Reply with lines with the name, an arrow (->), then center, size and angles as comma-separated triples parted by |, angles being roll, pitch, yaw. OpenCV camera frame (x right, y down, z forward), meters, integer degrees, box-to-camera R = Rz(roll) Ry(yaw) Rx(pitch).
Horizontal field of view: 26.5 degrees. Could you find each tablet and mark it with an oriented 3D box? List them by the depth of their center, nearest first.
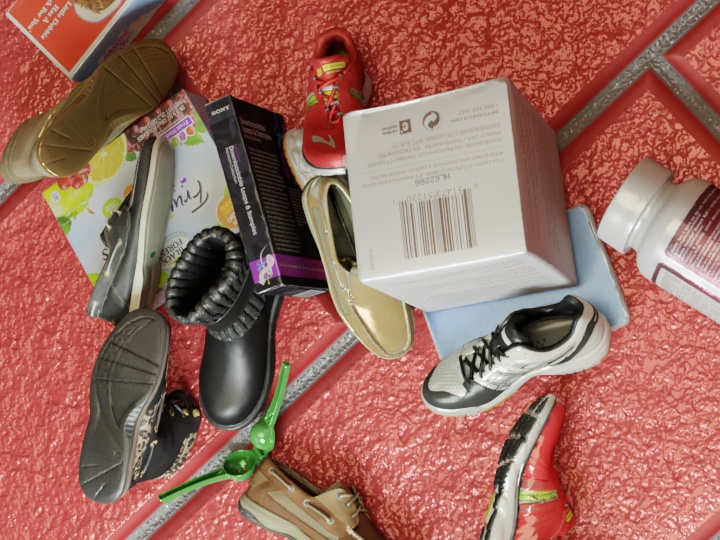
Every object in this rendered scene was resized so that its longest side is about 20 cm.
tablet -> 0.161, 0.028, 1.551 | 0.199, 0.014, 0.131 | -22, 81, 16

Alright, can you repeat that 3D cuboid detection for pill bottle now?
pill bottle -> 0.332, -0.018, 1.450 | 0.199, 0.109, 0.110 | 34, 97, 16

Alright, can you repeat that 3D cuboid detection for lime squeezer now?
lime squeezer -> -0.123, 0.178, 1.607 | 0.071, 0.038, 0.200 | 38, 100, -27

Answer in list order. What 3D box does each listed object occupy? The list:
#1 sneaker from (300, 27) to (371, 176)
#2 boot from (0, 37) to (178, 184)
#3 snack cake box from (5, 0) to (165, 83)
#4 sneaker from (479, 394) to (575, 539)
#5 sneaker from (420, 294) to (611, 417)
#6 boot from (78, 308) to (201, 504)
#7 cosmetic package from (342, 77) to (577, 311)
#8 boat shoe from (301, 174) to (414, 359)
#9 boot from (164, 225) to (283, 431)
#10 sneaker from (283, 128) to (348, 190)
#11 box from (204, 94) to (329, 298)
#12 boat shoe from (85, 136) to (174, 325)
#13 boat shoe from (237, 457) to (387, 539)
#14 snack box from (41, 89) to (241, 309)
sneaker -> -0.030, -0.171, 1.531 | 0.076, 0.085, 0.201 | -9, 42, 6
boot -> -0.297, -0.169, 1.656 | 0.073, 0.155, 0.200 | 48, 65, -20
snack cake box -> -0.279, -0.316, 1.677 | 0.115, 0.067, 0.200 | 44, 100, 13
sneaker -> 0.174, 0.223, 1.510 | 0.084, 0.077, 0.201 | 16, 91, -3
sneaker -> 0.142, 0.075, 1.495 | 0.199, 0.088, 0.076 | -25, 56, 11
boot -> -0.219, 0.137, 1.592 | 0.073, 0.150, 0.201 | 13, 92, 18
cosmetic package -> 0.098, -0.065, 1.467 | 0.166, 0.200, 0.168 | -10, 77, 18
boat shoe -> 0.000, 0.000, 1.506 | 0.071, 0.076, 0.201 | -30, 101, -10
boot -> -0.145, 0.062, 1.569 | 0.079, 0.158, 0.213 | 10, 90, 17
sneaker -> -0.004, -0.071, 1.579 | 0.092, 0.076, 0.201 | -26, 82, 9
box -> -0.094, -0.073, 1.568 | 0.036, 0.143, 0.201 | -17, 82, 17
boat shoe -> -0.237, -0.042, 1.578 | 0.067, 0.072, 0.201 | 13, 93, 12
boat shoe -> -0.031, 0.254, 1.570 | 0.199, 0.076, 0.074 | 23, 91, 16
snack box -> -0.216, -0.067, 1.645 | 0.199, 0.068, 0.169 | -33, 78, 14
